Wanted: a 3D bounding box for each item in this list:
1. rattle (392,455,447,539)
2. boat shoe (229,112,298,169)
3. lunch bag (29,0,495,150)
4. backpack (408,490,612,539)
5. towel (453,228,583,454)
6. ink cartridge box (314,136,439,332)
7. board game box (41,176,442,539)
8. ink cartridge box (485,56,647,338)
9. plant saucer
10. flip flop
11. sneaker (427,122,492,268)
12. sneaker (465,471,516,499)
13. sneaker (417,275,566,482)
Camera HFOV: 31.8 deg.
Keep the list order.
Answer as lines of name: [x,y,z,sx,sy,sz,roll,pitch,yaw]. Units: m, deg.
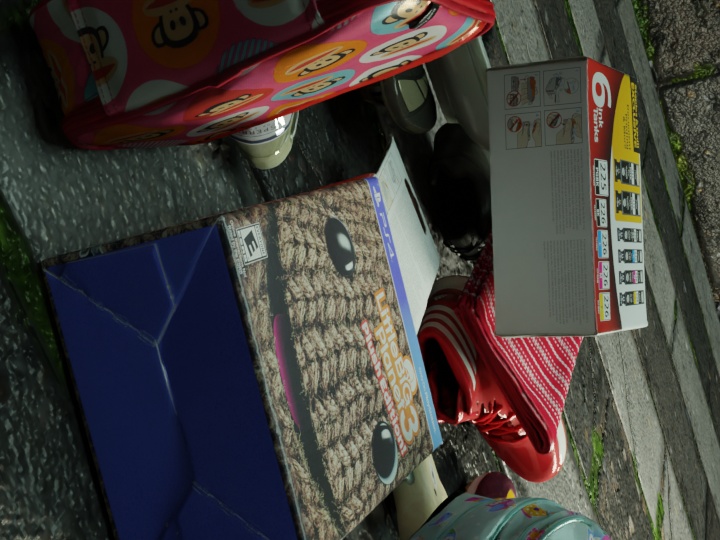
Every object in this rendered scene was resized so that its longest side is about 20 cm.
rattle: [0.080,0.157,0.842,0.130,0.142,0.201,-33,111,-64]
boat shoe: [-0.063,-0.155,0.779,0.062,0.072,0.201,89,5,-60]
lunch bag: [-0.040,-0.122,0.619,0.176,0.199,0.082,-16,89,-68]
backpack: [0.068,0.223,0.720,0.200,0.126,0.167,-50,126,-36]
towel: [0.138,0.040,1.033,0.145,0.022,0.200,59,29,-17]
ink cartridge box: [0.000,0.000,0.852,0.200,0.050,0.109,-66,138,-58]
board game box: [-0.048,0.048,0.640,0.200,0.096,0.160,-25,102,-68]
ink cartridge box: [0.170,-0.053,0.989,0.175,0.083,0.201,-2,90,-62]
plant saucer: [0.078,-0.180,1.046,0.200,0.050,0.201,-18,90,-81]
flip flop: [0.019,-0.163,0.989,0.200,0.057,0.081,-98,169,-57]
sneaker: [0.109,-0.030,1.128,0.201,0.076,0.091,59,33,-20]
sneaker: [0.121,0.233,0.965,0.201,0.090,0.075,-76,146,-48]
sneaker: [0.093,0.114,1.013,0.200,0.078,0.116,57,36,-17]
